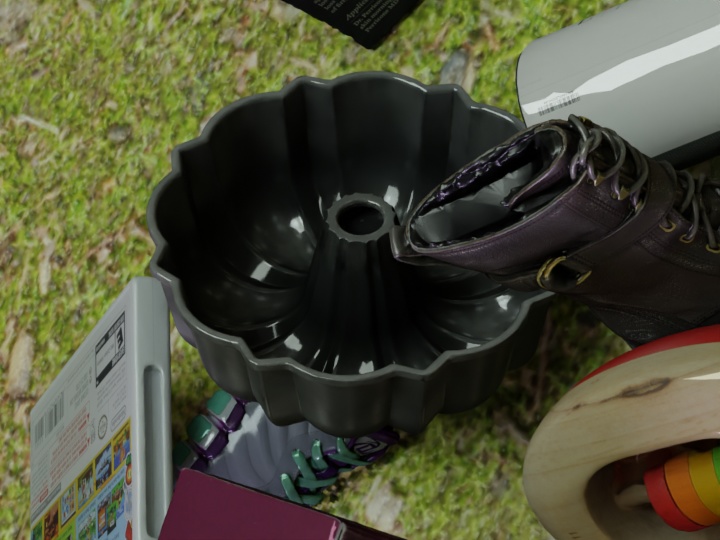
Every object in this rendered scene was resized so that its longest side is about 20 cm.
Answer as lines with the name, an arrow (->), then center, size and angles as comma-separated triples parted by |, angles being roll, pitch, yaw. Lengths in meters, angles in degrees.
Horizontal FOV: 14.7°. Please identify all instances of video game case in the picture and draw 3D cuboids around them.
video game case -> -0.133, 0.123, 1.417 | 0.200, 0.023, 0.182 | 134, 138, -58

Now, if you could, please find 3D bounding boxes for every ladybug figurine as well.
ladybug figurine -> 0.160, 0.073, 1.178 | 0.200, 0.136, 0.072 | -15, 38, 40

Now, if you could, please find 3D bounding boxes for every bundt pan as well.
bundt pan -> 0.000, 0.000, 1.320 | 0.202, 0.076, 0.202 | 0, 47, 0

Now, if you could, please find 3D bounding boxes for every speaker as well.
speaker -> 0.172, -0.099, 1.217 | 0.200, 0.081, 0.081 | -22, 60, 26

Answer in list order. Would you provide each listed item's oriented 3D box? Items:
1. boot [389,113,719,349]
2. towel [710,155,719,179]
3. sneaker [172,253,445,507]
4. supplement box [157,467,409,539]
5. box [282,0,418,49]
boot -> 0.134, -0.023, 1.145 | 0.200, 0.174, 0.069 | -28, 56, 30
towel -> 0.230, -0.013, 1.204 | 0.200, 0.036, 0.149 | -5, 70, 40
sneaker -> -0.034, 0.091, 1.373 | 0.087, 0.074, 0.200 | 29, 93, 39
supplement box -> -0.001, 0.179, 1.221 | 0.103, 0.200, 0.131 | 15, 83, 43
box -> -0.005, -0.239, 1.396 | 0.200, 0.182, 0.104 | -44, 51, 19
